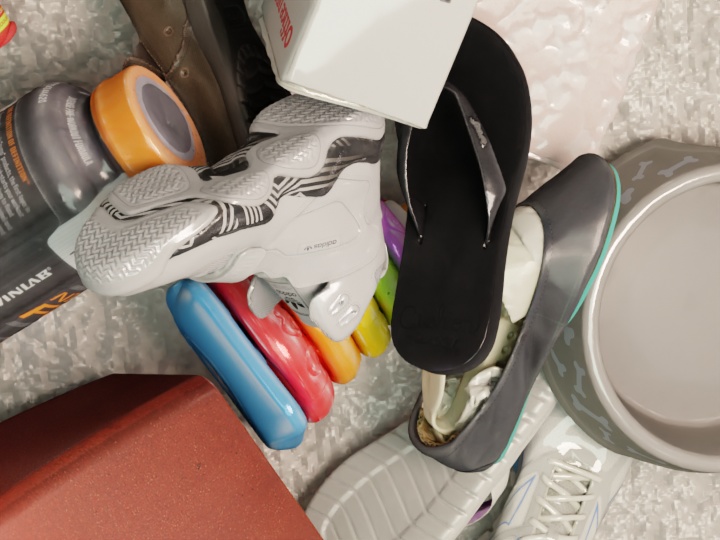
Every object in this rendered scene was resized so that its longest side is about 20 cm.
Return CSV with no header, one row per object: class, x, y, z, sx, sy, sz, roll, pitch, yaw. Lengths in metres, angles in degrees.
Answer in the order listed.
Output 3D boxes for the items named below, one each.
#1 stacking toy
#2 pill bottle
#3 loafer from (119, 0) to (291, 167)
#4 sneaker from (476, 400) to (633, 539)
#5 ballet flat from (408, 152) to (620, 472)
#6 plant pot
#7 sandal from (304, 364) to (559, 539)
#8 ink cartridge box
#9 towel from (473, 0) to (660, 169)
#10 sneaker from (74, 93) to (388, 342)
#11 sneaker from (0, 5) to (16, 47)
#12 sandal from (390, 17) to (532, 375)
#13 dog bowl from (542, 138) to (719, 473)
stacking toy,0.000,0.000,1.577,0.200,0.116,0.110,-37,85,-7
pill bottle,-0.179,-0.030,1.496,0.200,0.106,0.106,-31,109,19
loafer,-0.088,-0.106,1.537,0.071,0.073,0.200,-23,82,22
sneaker,0.111,0.152,1.645,0.075,0.087,0.200,21,106,-9
ballet flat,0.078,0.024,1.553,0.073,0.073,0.200,19,112,-10
plant pot,-0.138,0.161,1.558,0.176,0.200,0.200,-42,108,-24
sandal,0.049,0.119,1.645,0.203,0.050,0.082,-43,62,8
ink cartridge box,0.024,-0.191,1.453,0.083,0.145,0.200,18,108,-13
towel,0.074,-0.171,1.558,0.191,0.032,0.200,19,107,-10
sneaker,-0.055,-0.007,1.442,0.200,0.075,0.115,-33,123,-37
sneaker,-0.223,-0.152,1.520,0.085,0.077,0.200,16,103,-13
sandal,0.051,-0.046,1.512,0.076,0.043,0.200,-4,77,22
dog bowl,0.201,0.023,1.595,0.200,0.059,0.200,-2,100,-14
